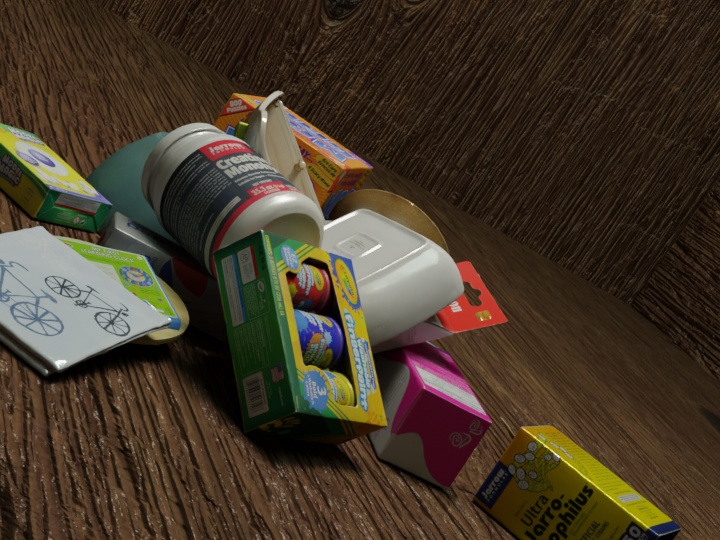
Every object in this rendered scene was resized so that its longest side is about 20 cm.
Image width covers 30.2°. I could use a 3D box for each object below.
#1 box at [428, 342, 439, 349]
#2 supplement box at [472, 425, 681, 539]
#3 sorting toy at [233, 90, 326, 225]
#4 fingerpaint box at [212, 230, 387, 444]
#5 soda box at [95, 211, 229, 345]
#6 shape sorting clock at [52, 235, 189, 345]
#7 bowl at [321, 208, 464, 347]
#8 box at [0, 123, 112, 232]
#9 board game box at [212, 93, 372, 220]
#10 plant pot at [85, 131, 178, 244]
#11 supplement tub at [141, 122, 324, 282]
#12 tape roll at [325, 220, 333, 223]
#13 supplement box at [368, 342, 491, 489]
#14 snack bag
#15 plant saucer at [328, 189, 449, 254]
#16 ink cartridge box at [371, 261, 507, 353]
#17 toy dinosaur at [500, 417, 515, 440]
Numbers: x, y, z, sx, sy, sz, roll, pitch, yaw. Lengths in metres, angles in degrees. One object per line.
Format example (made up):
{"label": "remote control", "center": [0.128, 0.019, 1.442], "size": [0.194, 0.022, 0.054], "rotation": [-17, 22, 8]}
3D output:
{"label": "box", "center": [0.026, 0.099, 1.878], "size": [0.200, 0.048, 0.158], "rotation": [34, 11, 4]}
{"label": "supplement box", "center": [0.251, 0.283, 1.555], "size": [0.200, 0.109, 0.109], "rotation": [38, 12, 25]}
{"label": "sorting toy", "center": [-0.109, -0.124, 1.667], "size": [0.180, 0.107, 0.200], "rotation": [170, -100, -82]}
{"label": "fingerpaint box", "center": [-0.062, 0.074, 1.413], "size": [0.167, 0.073, 0.200], "rotation": [19, 54, -54]}
{"label": "soda box", "center": [-0.212, 0.012, 1.546], "size": [0.200, 0.063, 0.068], "rotation": [29, 12, -17]}
{"label": "shape sorting clock", "center": [-0.274, 0.020, 1.397], "size": [0.200, 0.039, 0.200], "rotation": [26, 22, -11]}
{"label": "bowl", "center": [0.000, 0.000, 1.589], "size": [0.200, 0.075, 0.200], "rotation": [-28, 39, -30]}
{"label": "box", "center": [-0.409, -0.125, 1.641], "size": [0.200, 0.048, 0.117], "rotation": [37, 11, 28]}
{"label": "board game box", "center": [-0.134, -0.127, 2.017], "size": [0.200, 0.200, 0.200], "rotation": [35, 11, 8]}
{"label": "plant pot", "center": [-0.252, -0.099, 1.732], "size": [0.200, 0.135, 0.200], "rotation": [32, 11, -7]}
{"label": "supplement tub", "center": [-0.150, -0.070, 1.537], "size": [0.200, 0.140, 0.140], "rotation": [41, 14, 36]}
{"label": "tape roll", "center": [-0.020, 0.023, 1.789], "size": [0.200, 0.066, 0.200], "rotation": [21, 36, -16]}
{"label": "supplement box", "center": [0.066, 0.158, 1.594], "size": [0.103, 0.101, 0.200], "rotation": [29, 12, -18]}
{"label": "snack bag", "center": [-0.303, 0.023, 1.277], "size": [0.188, 0.021, 0.200], "rotation": [34, 22, 14]}
{"label": "plant saucer", "center": [0.032, -0.020, 1.894], "size": [0.200, 0.200, 0.035], "rotation": [34, 44, 8]}
{"label": "ink cartridge box", "center": [0.061, 0.028, 1.642], "size": [0.200, 0.050, 0.161], "rotation": [-14, 32, -8]}
{"label": "toy dinosaur", "center": [0.260, 0.269, 1.834], "size": [0.101, 0.058, 0.200], "rotation": [23, -7, 43]}
